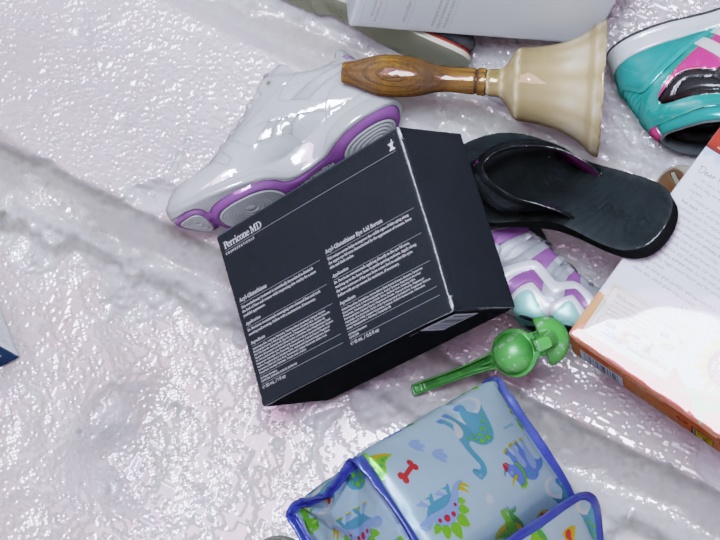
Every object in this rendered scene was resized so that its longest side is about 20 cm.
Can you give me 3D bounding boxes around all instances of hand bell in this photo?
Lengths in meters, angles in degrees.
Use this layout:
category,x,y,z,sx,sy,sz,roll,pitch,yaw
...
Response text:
category,x,y,z,sx,sy,sz,roll,pitch,yaw
hand bell,0.085,-0.145,1.446,0.200,0.104,0.104,4,77,5

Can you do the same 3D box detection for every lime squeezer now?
category,x,y,z,sx,sy,sz,roll,pitch,yaw
lime squeezer,0.110,0.065,1.385,0.071,0.200,0.038,-37,95,-27

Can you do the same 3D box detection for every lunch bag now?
category,x,y,z,sx,sy,sz,roll,pitch,yaw
lunch bag,0.077,0.200,1.335,0.170,0.127,0.200,-24,78,-44

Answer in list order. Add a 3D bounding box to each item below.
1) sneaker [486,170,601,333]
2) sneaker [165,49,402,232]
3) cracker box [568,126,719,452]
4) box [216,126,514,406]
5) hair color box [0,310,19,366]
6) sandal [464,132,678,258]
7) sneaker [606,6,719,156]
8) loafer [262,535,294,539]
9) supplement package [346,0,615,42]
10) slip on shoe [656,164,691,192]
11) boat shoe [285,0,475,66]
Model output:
category,x,y,z,sx,sy,sz,roll,pitch,yaw
sneaker,0.126,-0.029,1.439,0.200,0.078,0.140,14,79,10
sneaker,-0.069,-0.100,1.494,0.200,0.075,0.100,-30,63,-6
cracker box,0.260,0.010,1.351,0.134,0.058,0.200,35,83,17
box,0.000,0.000,1.398,0.200,0.079,0.141,-28,73,38
hair color box,-0.343,-0.016,1.486,0.061,0.100,0.200,-25,74,2
sandal,0.135,-0.064,1.372,0.200,0.048,0.075,15,71,35
sneaker,0.298,-0.145,1.439,0.200,0.084,0.121,-19,70,11
loafer,0.007,0.258,1.396,0.200,0.070,0.070,20,99,10
supplement package,0.095,-0.256,1.438,0.200,0.117,0.117,3,58,-11
slip on shoe,0.285,0.008,1.421,0.061,0.076,0.200,-8,59,-37
boat shoe,0.008,-0.223,1.508,0.200,0.071,0.063,26,78,16
